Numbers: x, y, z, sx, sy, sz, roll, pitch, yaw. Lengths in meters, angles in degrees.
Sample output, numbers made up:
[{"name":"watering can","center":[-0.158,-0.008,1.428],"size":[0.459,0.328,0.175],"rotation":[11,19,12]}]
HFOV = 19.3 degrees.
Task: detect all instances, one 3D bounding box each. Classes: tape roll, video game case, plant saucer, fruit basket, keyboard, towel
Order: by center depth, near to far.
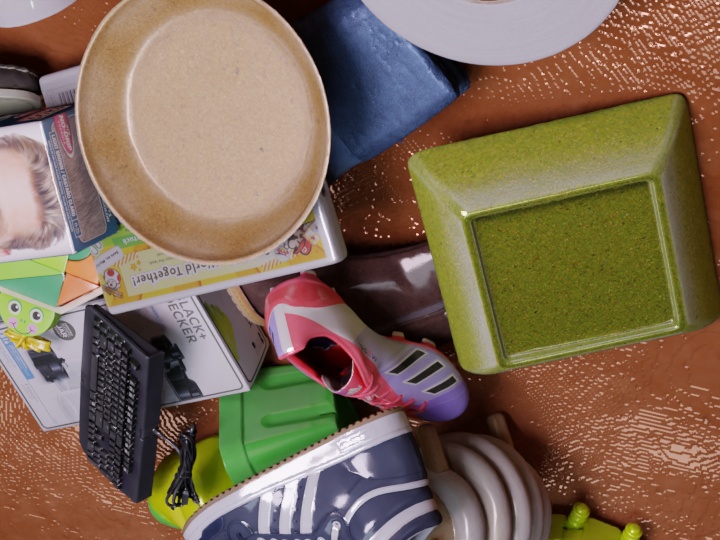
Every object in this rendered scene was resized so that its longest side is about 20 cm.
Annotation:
[{"name":"tape roll","center":[0.084,-0.234,1.375],"size":[0.200,0.066,0.201],"rotation":[9,128,11]},{"name":"plant saucer","center":[-0.103,-0.105,1.462],"size":[0.200,0.035,0.201],"rotation":[7,107,24]},{"name":"towel","center":[-0.026,-0.123,1.504],"size":[0.200,0.049,0.112],"rotation":[-29,107,34]},{"name":"plant saucer","center":[0.151,-0.010,1.508],"size":[0.199,0.048,0.200],"rotation":[-12,124,6]},{"name":"video game case","center":[-0.121,-0.075,1.513],"size":[0.200,0.023,0.182],"rotation":[-13,97,28]},{"name":"keyboard","center":[-0.172,0.119,1.638],"size":[0.127,0.021,0.200],"rotation":[34,145,18]},{"name":"fruit basket","center":[-0.083,0.183,1.712],"size":[0.215,0.156,0.216],"rotation":[-2,121,-3]}]

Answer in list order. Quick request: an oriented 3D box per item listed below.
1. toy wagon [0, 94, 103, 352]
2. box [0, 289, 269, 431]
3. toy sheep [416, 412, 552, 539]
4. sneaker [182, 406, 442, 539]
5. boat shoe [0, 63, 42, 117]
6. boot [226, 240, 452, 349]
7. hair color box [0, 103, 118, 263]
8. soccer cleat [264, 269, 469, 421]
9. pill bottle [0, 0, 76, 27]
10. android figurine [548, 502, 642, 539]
[{"name":"toy wagon","center":[-0.234,-0.028,1.603],"size":[0.155,0.040,0.200],"rotation":[20,106,12]},{"name":"box","center":[-0.188,0.052,1.683],"size":[0.200,0.060,0.117],"rotation":[-12,123,24]},{"name":"toy sheep","center":[0.083,0.185,1.645],"size":[0.138,0.200,0.138],"rotation":[5,97,43]},{"name":"sneaker","center":[-0.033,0.189,1.553],"size":[0.200,0.070,0.109],"rotation":[-29,80,20]},{"name":"boat shoe","center":[-0.328,-0.148,1.565],"size":[0.201,0.061,0.072],"rotation":[3,166,14]},{"name":"boot","center":[0.000,0.000,1.580],"size":[0.166,0.072,0.200],"rotation":[-25,129,21]},{"name":"hair color box","center":[-0.283,-0.057,1.549],"size":[0.200,0.061,0.100],"rotation":[-7,103,30]},{"name":"soccer cleat","center":[0.005,0.073,1.547],"size":[0.067,0.077,0.200],"rotation":[-31,131,29]},{"name":"pill bottle","center":[-0.255,-0.268,1.420],"size":[0.112,0.112,0.200],"rotation":[-8,123,22]},{"name":"android figurine","center":[0.172,0.269,1.758],"size":[0.182,0.041,0.200],"rotation":[20,130,2]}]
